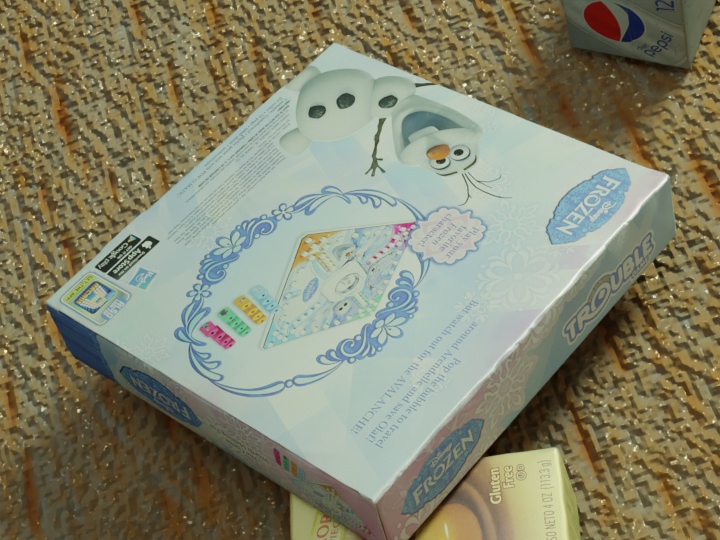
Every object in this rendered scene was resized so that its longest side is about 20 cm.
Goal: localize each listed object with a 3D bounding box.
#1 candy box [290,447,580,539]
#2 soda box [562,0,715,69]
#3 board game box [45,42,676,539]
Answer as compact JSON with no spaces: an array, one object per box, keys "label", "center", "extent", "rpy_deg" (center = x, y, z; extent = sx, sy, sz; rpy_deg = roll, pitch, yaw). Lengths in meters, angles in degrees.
[{"label":"candy box","center":[0.035,0.176,0.645],"extent":[0.115,0.055,0.200],"rpy_deg":[-10,59,11]},{"label":"soda box","center":[0.160,-0.201,0.811],"extent":[0.063,0.068,0.200],"rpy_deg":[15,67,22]},{"label":"board game box","center":[0.000,0.000,0.727],"extent":[0.199,0.043,0.200],"rpy_deg":[26,60,36]}]
